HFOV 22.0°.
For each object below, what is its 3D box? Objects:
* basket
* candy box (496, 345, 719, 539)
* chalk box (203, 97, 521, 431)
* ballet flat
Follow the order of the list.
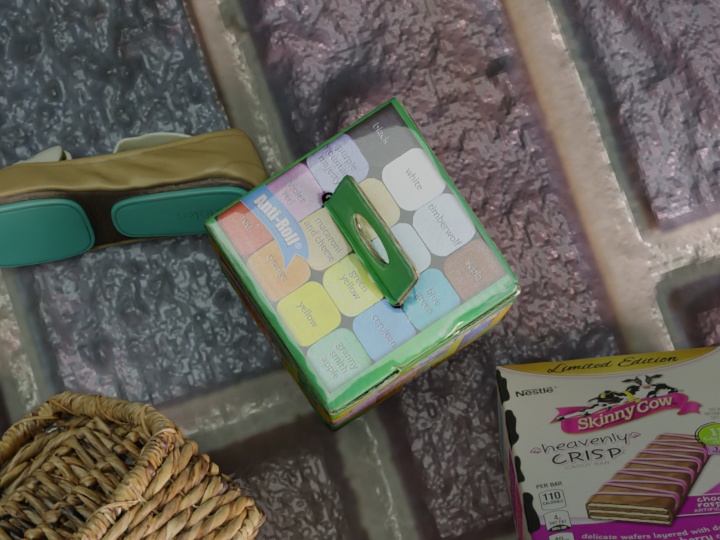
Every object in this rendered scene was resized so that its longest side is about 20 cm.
[{"bbox_3d":[-0.170,0.153,0.973,0.149,0.143,0.200,45,62,5],"label":"basket"},{"bbox_3d":[0.149,0.121,0.979,0.136,0.200,0.061,-6,119,-1],"label":"candy box"},{"bbox_3d":[0.000,0.000,0.992,0.124,0.200,0.125,-33,82,-4],"label":"chalk box"},{"bbox_3d":[-0.153,-0.045,1.079,0.199,0.069,0.063,-6,54,-3],"label":"ballet flat"}]
